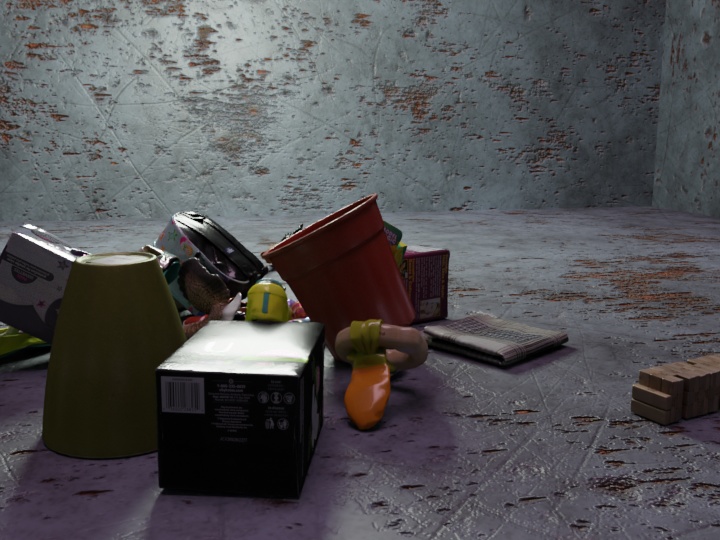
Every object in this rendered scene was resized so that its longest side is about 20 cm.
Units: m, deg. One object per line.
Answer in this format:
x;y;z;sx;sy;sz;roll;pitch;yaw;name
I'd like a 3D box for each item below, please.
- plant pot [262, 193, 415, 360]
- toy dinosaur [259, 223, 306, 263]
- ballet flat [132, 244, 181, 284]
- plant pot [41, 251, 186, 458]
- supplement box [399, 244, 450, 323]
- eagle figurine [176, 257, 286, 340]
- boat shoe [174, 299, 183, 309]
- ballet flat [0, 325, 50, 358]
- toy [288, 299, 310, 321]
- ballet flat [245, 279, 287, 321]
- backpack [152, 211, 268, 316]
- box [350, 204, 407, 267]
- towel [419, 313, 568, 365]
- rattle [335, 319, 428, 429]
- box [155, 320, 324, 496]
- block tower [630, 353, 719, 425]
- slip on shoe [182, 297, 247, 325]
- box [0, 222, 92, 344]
-0.020;0.017;1.145;0.198;0.198;0.201;-26;8;4;plant pot
-0.193;-0.040;1.927;0.134;0.103;0.200;-21;16;26;toy dinosaur
-0.332;-0.005;1.177;0.071;0.069;0.200;39;2;-6;ballet flat
-0.282;0.085;0.873;0.183;0.204;0.187;0;10;0;plant pot
0.061;0.028;1.381;0.197;0.134;0.103;-6;11;-33;supplement box
-0.235;0.077;1.154;0.196;0.154;0.152;14;24;13;eagle figurine
-0.414;0.047;1.432;0.071;0.073;0.198;9;14;41;boat shoe
-0.542;0.097;1.177;0.066;0.068;0.199;5;11;30;ballet flat
-0.119;0.079;1.331;0.113;0.048;0.199;-5;12;-27;toy
-0.127;0.096;0.977;0.065;0.202;0.068;2;50;-6;ballet flat
-0.299;-0.015;1.426;0.200;0.151;0.178;45;15;0;backpack
0.000;0.000;1.258;0.116;0.203;0.048;30;23;23;box
0.214;0.105;1.233;0.191;0.035;0.198;-10;14;-42;towel
0.027;0.155;0.995;0.128;0.145;0.201;-8;-24;-11;rattle
-0.120;0.137;0.804;0.145;0.127;0.200;2;10;4;box
0.438;0.147;0.954;0.197;0.055;0.058;-6;13;-29;block tower
-0.219;0.077;1.271;0.197;0.062;0.074;-8;8;26;slip on shoe
-0.454;0.034;1.133;0.198;0.134;0.115;29;2;-20;box
